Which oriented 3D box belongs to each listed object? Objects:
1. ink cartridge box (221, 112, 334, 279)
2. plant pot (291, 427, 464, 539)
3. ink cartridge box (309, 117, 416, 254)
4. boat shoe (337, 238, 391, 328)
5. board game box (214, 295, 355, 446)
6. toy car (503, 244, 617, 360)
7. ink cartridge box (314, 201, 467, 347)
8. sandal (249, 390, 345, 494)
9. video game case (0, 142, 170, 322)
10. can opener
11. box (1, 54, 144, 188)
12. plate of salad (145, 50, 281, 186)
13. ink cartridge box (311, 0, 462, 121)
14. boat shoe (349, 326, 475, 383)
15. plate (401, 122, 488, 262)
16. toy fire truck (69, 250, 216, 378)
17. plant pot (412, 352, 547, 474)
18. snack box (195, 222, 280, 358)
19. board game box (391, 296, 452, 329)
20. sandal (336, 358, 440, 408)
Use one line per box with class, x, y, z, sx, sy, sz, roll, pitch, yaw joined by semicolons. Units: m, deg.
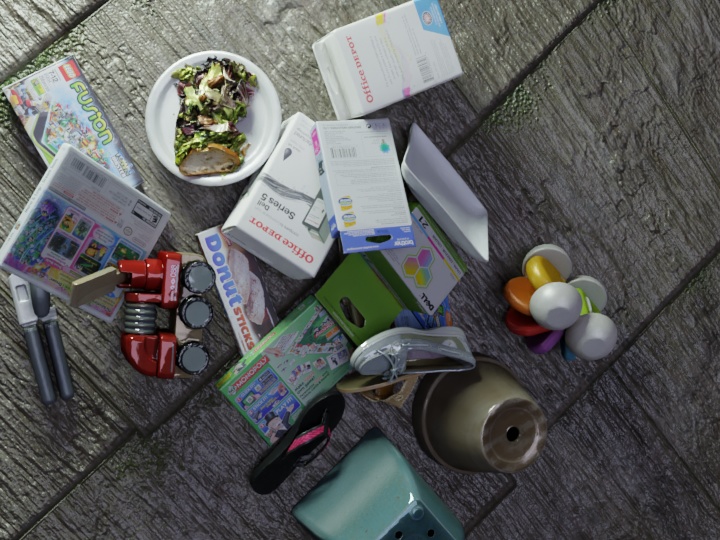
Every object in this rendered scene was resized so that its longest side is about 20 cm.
ink cartridge box;-0.093;-0.107;1.345;0.145;0.084;0.201;32;75;-19
plant pot;0.047;0.396;1.382;0.196;0.200;0.197;-43;106;-12
ink cartridge box;0.003;-0.119;1.298;0.118;0.042;0.202;-6;73;-23
boat shoe;-0.002;0.000;1.417;0.073;0.063;0.203;-18;106;-31
board game box;-0.108;0.154;1.386;0.200;0.029;0.135;-42;117;-12
toy car;0.319;0.071;1.489;0.199;0.176;0.150;38;116;-18
ink cartridge box;0.050;0.016;1.370;0.200;0.075;0.148;-50;120;-20
sandal;-0.087;0.274;1.396;0.200;0.045;0.075;-49;132;-6
video game case;-0.375;-0.046;1.242;0.200;0.024;0.183;38;76;-49
can opener;-0.447;0.091;1.264;0.052;0.066;0.202;-13;103;-19
box;-0.402;-0.187;1.270;0.110;0.035;0.201;-31;103;-15
plate of salad;-0.214;-0.223;1.303;0.198;0.048;0.202;0;83;-1
ink cartridge box;0.027;-0.314;1.361;0.199;0.125;0.130;-23;101;-16
boat shoe;0.082;0.132;1.378;0.200;0.065;0.075;-2;137;-27
plate;0.127;-0.118;1.395;0.032;0.200;0.200;-35;107;22
toy fire truck;-0.310;0.061;1.262;0.198;0.128;0.178;4;93;-24
plant pot;0.204;0.242;1.439;0.198;0.173;0.202;-1;94;-18
snack box;-0.181;0.027;1.367;0.071;0.024;0.202;-23;101;-19
board game box;0.088;0.019;1.463;0.102;0.019;0.202;-12;98;-17
sandal;0.066;0.184;1.440;0.210;0.077;0.070;-19;107;-23
